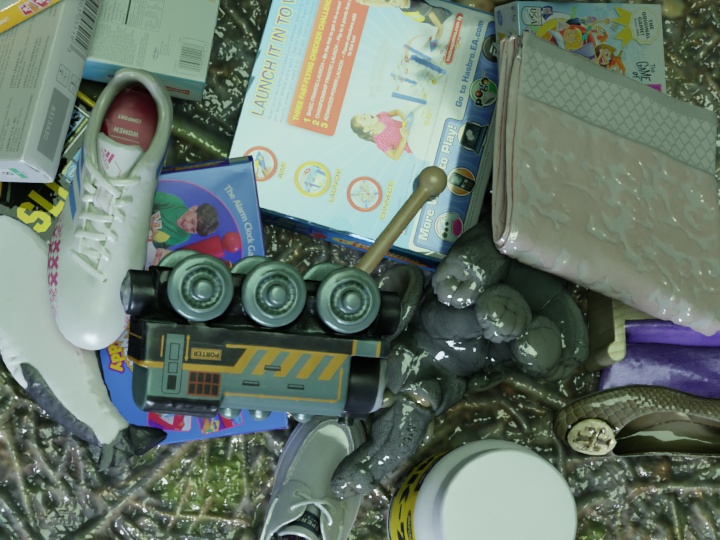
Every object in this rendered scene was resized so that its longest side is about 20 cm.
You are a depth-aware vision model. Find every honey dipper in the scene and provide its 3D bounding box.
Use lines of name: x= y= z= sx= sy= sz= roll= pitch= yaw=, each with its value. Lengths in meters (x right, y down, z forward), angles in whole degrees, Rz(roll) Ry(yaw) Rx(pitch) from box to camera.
honey dipper: x=0.000 y=0.000 z=1.558 sx=0.038 sy=0.038 sz=0.200 roll=37 pitch=72 yaw=-1

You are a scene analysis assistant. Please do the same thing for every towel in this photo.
towel: x=0.185 y=-0.065 z=1.553 sx=0.200 sy=0.032 sz=0.191 roll=21 pitch=56 yaw=-26

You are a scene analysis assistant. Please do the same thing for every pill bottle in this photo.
pill bottle: x=0.087 y=0.179 z=1.520 sx=0.114 sy=0.200 sz=0.114 roll=1 pitch=82 yaw=-8

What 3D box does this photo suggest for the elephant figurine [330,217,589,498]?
elephant figurine: x=0.057 y=0.053 z=1.550 sx=0.155 sy=0.200 sz=0.142 roll=-18 pitch=76 yaw=-51

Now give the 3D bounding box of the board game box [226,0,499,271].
board game box: x=0.008 y=-0.117 z=1.625 sx=0.196 sy=0.056 sz=0.200 roll=16 pitch=80 yaw=-5

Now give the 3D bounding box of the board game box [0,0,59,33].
board game box: x=-0.282 y=-0.206 z=1.528 sx=0.200 sy=0.030 sz=0.096 roll=-25 pitch=60 yaw=12

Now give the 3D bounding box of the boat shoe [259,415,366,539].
boat shoe: x=-0.044 y=0.193 z=1.568 sx=0.072 sy=0.069 sz=0.200 roll=25 pitch=80 yaw=-3

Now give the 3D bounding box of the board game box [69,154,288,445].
board game box: x=-0.132 y=0.024 z=1.559 sx=0.134 sy=0.045 sz=0.200 roll=-7 pitch=99 yaw=-3

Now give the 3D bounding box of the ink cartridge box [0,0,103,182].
ink cartridge box: x=-0.295 y=-0.147 z=1.550 sx=0.200 sy=0.050 sz=0.161 roll=3 pitch=70 yaw=29

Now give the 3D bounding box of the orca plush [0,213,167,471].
orca plush: x=-0.212 y=0.053 z=1.529 sx=0.200 sy=0.071 sz=0.105 roll=44 pitch=79 yaw=8

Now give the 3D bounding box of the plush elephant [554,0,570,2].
plush elephant: x=0.183 y=-0.327 z=1.616 sx=0.165 sy=0.155 sz=0.200 roll=-14 pitch=67 yaw=-45

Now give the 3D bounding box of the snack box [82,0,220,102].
snack box: x=-0.159 y=-0.233 z=1.607 sx=0.116 sy=0.037 sz=0.200 roll=11 pitch=68 yaw=-6

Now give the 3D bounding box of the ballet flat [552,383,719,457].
ballet flat: x=0.245 y=0.123 z=1.617 sx=0.200 sy=0.067 sz=0.046 roll=2 pitch=52 yaw=-12

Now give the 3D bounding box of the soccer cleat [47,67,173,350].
soccer cleat: x=-0.177 y=-0.047 z=1.471 sx=0.070 sy=0.086 sz=0.200 roll=10 pitch=79 yaw=-1

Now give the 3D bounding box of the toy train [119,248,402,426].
toy train: x=-0.070 y=0.048 z=1.472 sx=0.200 sy=0.085 sz=0.114 roll=5 pitch=93 yaw=-17

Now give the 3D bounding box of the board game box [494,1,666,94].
board game box: x=0.172 y=-0.103 z=1.622 sx=0.134 sy=0.034 sz=0.200 roll=-3 pitch=89 yaw=-29

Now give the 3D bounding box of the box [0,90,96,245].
box: x=-0.286 y=-0.065 z=1.583 sx=0.160 sy=0.049 sz=0.200 roll=38 pitch=79 yaw=-3

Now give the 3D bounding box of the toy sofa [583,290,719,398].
toy sofa: x=0.276 y=0.056 z=1.622 sx=0.200 sy=0.083 sz=0.098 roll=0 pitch=81 yaw=-8
